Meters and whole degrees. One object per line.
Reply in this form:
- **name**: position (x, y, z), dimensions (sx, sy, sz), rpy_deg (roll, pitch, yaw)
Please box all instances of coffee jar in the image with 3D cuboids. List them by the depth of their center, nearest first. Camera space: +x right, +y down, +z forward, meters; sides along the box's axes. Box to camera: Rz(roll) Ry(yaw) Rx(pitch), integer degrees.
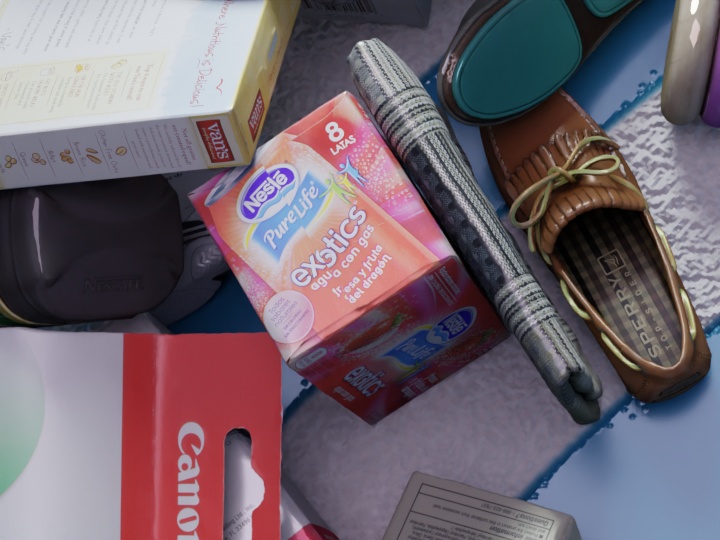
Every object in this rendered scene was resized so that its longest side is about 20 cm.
- **coffee jar**: position (-0.185, -0.011, 1.003), dimensions (0.200, 0.104, 0.085), rpy_deg (-6, 89, 47)

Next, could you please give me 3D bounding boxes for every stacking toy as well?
- **stacking toy**: position (0.265, -0.107, 1.013), dimensions (0.200, 0.085, 0.086), rpy_deg (9, 78, 5)

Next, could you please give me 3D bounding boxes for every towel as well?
- **towel**: position (0.067, -0.015, 0.959), dimensions (0.035, 0.200, 0.193), rpy_deg (-33, 76, 3)

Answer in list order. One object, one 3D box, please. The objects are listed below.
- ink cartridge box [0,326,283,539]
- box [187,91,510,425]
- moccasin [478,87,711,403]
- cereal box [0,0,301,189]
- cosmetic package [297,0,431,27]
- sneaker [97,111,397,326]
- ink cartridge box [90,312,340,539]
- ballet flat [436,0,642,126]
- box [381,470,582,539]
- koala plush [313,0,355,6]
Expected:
- **ink cartridge box**: position (-0.139, 0.109, 0.945), dimensions (0.200, 0.050, 0.161), rpy_deg (-2, 84, 21)
- **box**: position (0.000, 0.000, 0.965), dimensions (0.095, 0.200, 0.103), rpy_deg (-33, 72, 3)
- **moccasin**: position (0.119, -0.024, 1.011), dimensions (0.074, 0.078, 0.202), rpy_deg (-22, 70, 3)
- **cereal box**: position (-0.138, -0.099, 0.941), dimensions (0.200, 0.040, 0.144), rpy_deg (-3, 41, 15)
- **cosmetic package**: position (0.000, -0.247, 1.092), dimensions (0.101, 0.071, 0.200), rpy_deg (7, 78, 13)
- **sneaker**: position (-0.082, -0.058, 1.059), dimensions (0.200, 0.075, 0.115), rpy_deg (-33, 75, 4)
- **ink cartridge box**: position (-0.107, 0.141, 1.010), dimensions (0.145, 0.084, 0.200), rpy_deg (-40, 73, 0)
- **ballet flat**: position (0.103, -0.144, 1.034), dimensions (0.200, 0.067, 0.064), rpy_deg (-40, 30, -22)
- **box**: position (0.035, 0.210, 0.935), dimensions (0.095, 0.078, 0.200), rpy_deg (15, 62, 25)
- **koala plush**: position (0.042, -0.265, 0.975), dimensions (0.200, 0.184, 0.178), rpy_deg (-39, 104, -36)
